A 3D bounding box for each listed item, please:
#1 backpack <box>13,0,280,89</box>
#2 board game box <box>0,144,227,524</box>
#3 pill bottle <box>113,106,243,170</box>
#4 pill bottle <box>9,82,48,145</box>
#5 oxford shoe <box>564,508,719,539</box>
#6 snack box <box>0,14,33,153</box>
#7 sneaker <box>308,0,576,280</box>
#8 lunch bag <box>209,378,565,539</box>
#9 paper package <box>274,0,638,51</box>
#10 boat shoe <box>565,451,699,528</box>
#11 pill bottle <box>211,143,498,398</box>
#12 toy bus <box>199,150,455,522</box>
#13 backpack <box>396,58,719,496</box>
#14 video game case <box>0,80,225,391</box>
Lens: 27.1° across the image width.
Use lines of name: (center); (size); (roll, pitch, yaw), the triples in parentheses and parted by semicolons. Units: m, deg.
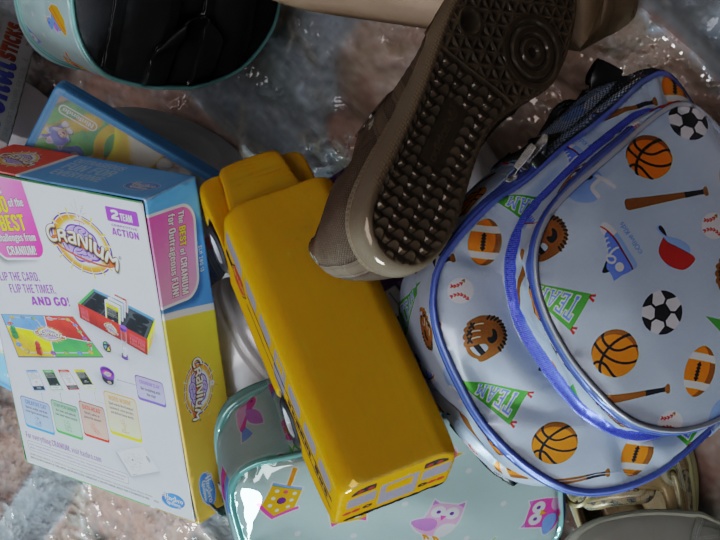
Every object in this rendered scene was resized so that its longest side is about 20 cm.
backpack: (-0.133, -0.211, 0.898); (0.153, 0.175, 0.201); (11, 107, 44)
board game box: (-0.149, 0.035, 0.870); (0.153, 0.040, 0.201); (12, 119, 36)
pill bottle: (-0.156, 0.002, 0.998); (0.111, 0.111, 0.200); (31, 116, 19)
pill bottle: (-0.288, -0.041, 1.060); (0.112, 0.112, 0.200); (42, 119, 14)
oxford shoe: (0.208, 0.181, 0.833); (0.199, 0.058, 0.075); (14, 95, 2)
snack box: (-0.254, -0.125, 0.967); (0.072, 0.200, 0.024); (19, 115, -16)
sneaker: (0.033, -0.081, 0.735); (0.070, 0.200, 0.075); (44, 152, -22)
lunch bag: (0.015, 0.123, 0.855); (0.199, 0.077, 0.161); (-16, 128, -7)
paper package: (0.059, -0.230, 0.827); (0.199, 0.103, 0.191); (13, 108, 25)
boat shoe: (0.164, 0.149, 0.885); (0.073, 0.063, 0.201); (-18, 93, 31)
pill bottle: (0.000, 0.000, 0.880); (0.200, 0.111, 0.112); (-33, 85, 12)
toy bus: (-0.022, 0.025, 0.766); (0.078, 0.065, 0.200); (96, 152, -65)
backpack: (0.121, 0.017, 0.735); (0.190, 0.154, 0.200); (-38, 89, -6)
video game case: (-0.167, 0.001, 0.928); (0.143, 0.018, 0.200); (30, 113, -8)
